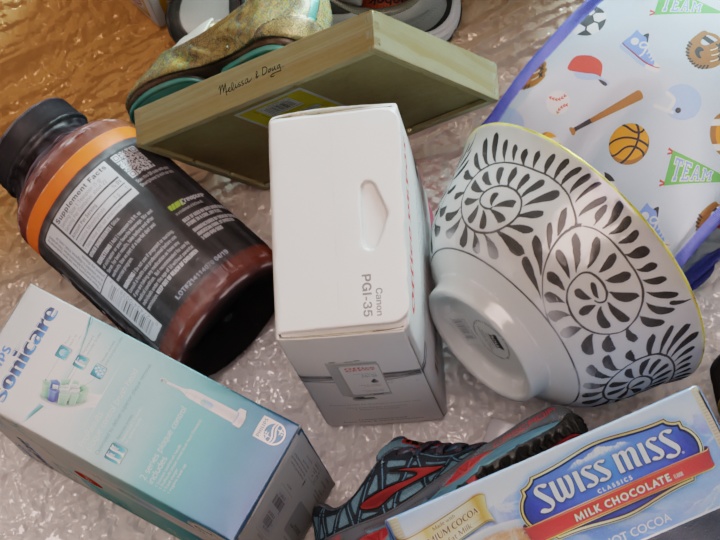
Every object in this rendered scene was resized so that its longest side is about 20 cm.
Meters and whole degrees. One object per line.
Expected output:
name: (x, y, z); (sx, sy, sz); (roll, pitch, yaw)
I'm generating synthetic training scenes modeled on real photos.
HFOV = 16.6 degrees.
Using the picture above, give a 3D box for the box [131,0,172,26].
box: (-0.146, -0.267, 1.642); (0.101, 0.200, 0.112); (42, 80, 18)

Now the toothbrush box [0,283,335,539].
toothbrush box: (-0.129, 0.106, 1.543); (0.200, 0.146, 0.085); (28, 77, 15)

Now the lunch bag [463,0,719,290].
lunch bag: (0.187, -0.087, 1.576); (0.170, 0.124, 0.200); (39, 73, 17)

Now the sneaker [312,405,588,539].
sneaker: (0.046, 0.130, 1.524); (0.200, 0.079, 0.096); (-34, 50, 14)

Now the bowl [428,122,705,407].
bowl: (0.104, 0.017, 1.501); (0.094, 0.201, 0.201); (-41, 70, -21)

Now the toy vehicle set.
toy vehicle set: (-0.029, -0.104, 1.566); (0.200, 0.124, 0.027); (-19, 67, 35)

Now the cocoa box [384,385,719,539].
cocoa box: (0.132, 0.178, 1.422); (0.200, 0.133, 0.131); (-23, 67, -3)

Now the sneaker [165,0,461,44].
sneaker: (-0.035, -0.185, 1.663); (0.200, 0.079, 0.074); (-5, 73, 8)

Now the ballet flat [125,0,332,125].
ballet flat: (-0.083, -0.142, 1.618); (0.071, 0.200, 0.071); (11, 72, -34)

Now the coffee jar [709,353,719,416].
coffee jar: (0.281, 0.115, 1.485); (0.085, 0.104, 0.200); (7, 51, -29)

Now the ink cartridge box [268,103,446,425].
ink cartridge box: (0.000, 0.000, 1.530); (0.083, 0.200, 0.147); (-5, 71, 7)

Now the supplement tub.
supplement tub: (-0.150, -0.026, 1.612); (0.200, 0.107, 0.107); (42, 82, 19)

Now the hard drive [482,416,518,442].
hard drive: (0.112, 0.205, 1.538); (0.132, 0.025, 0.200); (16, 75, 14)
